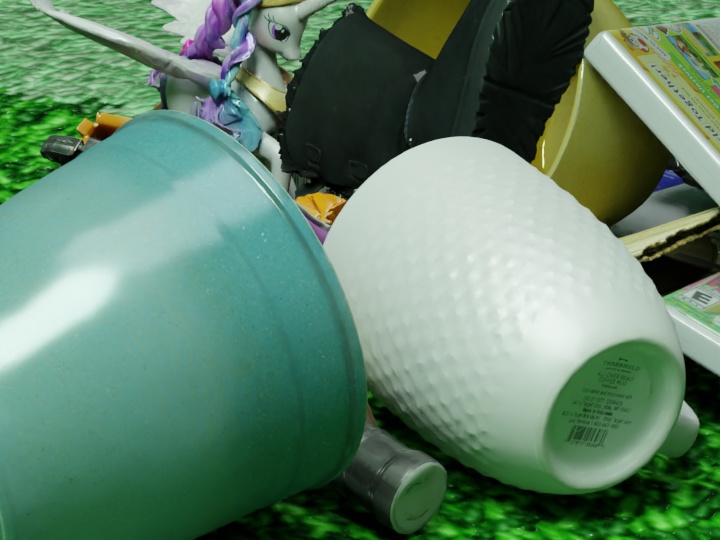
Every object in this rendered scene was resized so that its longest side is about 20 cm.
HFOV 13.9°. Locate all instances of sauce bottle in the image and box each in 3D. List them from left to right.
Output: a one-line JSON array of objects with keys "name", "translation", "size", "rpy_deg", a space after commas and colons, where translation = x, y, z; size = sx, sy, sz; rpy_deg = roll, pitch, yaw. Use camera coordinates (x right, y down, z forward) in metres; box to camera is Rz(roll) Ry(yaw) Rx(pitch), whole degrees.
[{"name": "sauce bottle", "translation": [-0.040, 0.073, 1.506], "size": [0.065, 0.065, 0.200], "rpy_deg": [-14, 35, -42]}]

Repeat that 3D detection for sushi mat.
[{"name": "sushi mat", "translation": [0.120, -0.003, 1.690], "size": [0.096, 0.012, 0.200], "rpy_deg": [-24, 5, -42]}]

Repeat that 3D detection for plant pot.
[{"name": "plant pot", "translation": [-0.131, 0.053, 1.384], "size": [0.188, 0.200, 0.200], "rpy_deg": [-29, 35, -33]}, {"name": "plant pot", "translation": [0.104, -0.091, 1.770], "size": [0.142, 0.200, 0.200], "rpy_deg": [14, 7, -43]}]

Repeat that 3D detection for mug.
[{"name": "mug", "translation": [0.098, 0.042, 1.540], "size": [0.200, 0.148, 0.175], "rpy_deg": [27, 9, -41]}]

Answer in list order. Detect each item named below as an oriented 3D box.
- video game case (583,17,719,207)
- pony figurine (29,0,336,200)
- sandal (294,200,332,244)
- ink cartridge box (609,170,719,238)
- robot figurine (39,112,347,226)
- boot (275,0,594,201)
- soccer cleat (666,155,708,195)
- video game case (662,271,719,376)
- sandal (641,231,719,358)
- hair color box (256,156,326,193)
[{"name": "video game case", "translation": [0.236, -0.065, 1.690], "size": [0.200, 0.023, 0.182], "rpy_deg": [50, 28, 16]}, {"name": "pony figurine", "translation": [-0.093, -0.111, 1.818], "size": [0.193, 0.200, 0.166], "rpy_deg": [18, 24, 34]}, {"name": "sandal", "translation": [0.001, 0.007, 1.614], "size": [0.050, 0.083, 0.203], "rpy_deg": [-13, -17, 30]}, {"name": "ink cartridge box", "translation": [0.187, -0.032, 1.894], "size": [0.099, 0.039, 0.200], "rpy_deg": [21, 27, 41]}, {"name": "robot figurine", "translation": [-0.091, -0.032, 1.724], "size": [0.200, 0.058, 0.145], "rpy_deg": [22, -19, 25]}, {"name": "boot", "translation": [0.038, -0.112, 1.689], "size": [0.073, 0.199, 0.162], "rpy_deg": [8, 14, -42]}, {"name": "soccer cleat", "translation": [0.272, -0.048, 1.841], "size": [0.086, 0.070, 0.200], "rpy_deg": [-13, 47, -41]}, {"name": "video game case", "translation": [0.283, 0.051, 1.627], "size": [0.200, 0.022, 0.182], "rpy_deg": [32, 31, 27]}, {"name": "sandal", "translation": [0.188, 0.021, 1.721], "size": [0.080, 0.054, 0.200], "rpy_deg": [20, 19, 12]}, {"name": "hair color box", "translation": [0.032, -0.071, 1.940], "size": [0.099, 0.061, 0.200], "rpy_deg": [19, 25, 36]}]
